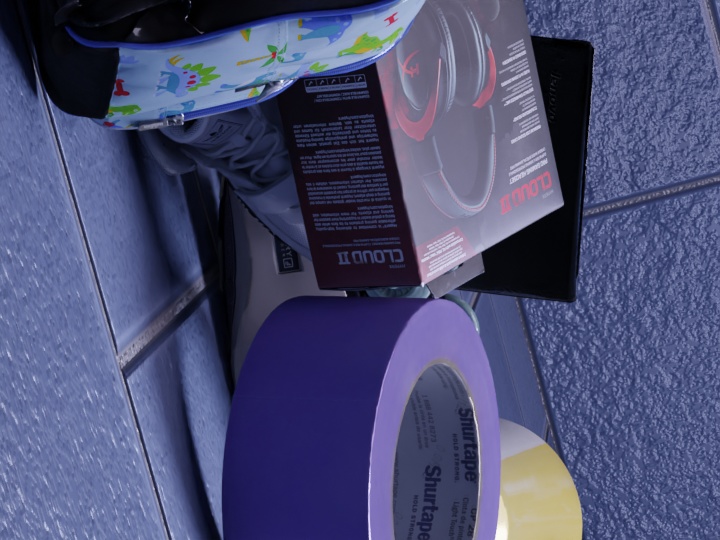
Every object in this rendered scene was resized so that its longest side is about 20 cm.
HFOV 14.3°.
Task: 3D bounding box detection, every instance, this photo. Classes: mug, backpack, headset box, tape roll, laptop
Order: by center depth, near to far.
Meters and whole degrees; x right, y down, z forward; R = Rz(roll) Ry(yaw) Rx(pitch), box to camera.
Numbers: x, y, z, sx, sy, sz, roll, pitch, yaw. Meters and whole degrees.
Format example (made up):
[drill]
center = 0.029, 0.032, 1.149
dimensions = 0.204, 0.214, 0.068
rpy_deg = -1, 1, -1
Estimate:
[backpack]
center = -0.065, -0.167, 1.370
dimensions = 0.147, 0.199, 0.184
rpy_deg = 110, -32, -68
[tape roll]
center = 0.004, 0.114, 1.540
dimensions = 0.200, 0.085, 0.201
rpy_deg = 2, 90, -67
[headset box]
center = 0.030, -0.087, 1.554
dimensions = 0.148, 0.075, 0.201
rpy_deg = -28, 110, -49
[laptop]
center = 0.048, -0.095, 1.843
dimensions = 0.200, 0.115, 0.188
rpy_deg = -130, -145, -51
[mug]
center = 0.074, 0.167, 1.891
dimensions = 0.153, 0.186, 0.150
rpy_deg = 12, 70, -72

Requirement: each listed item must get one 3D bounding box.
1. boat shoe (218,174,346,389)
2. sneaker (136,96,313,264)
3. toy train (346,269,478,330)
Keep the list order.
[boat shoe]
center = -0.046, 0.014, 1.678
dimensions = 0.093, 0.074, 0.201
rpy_deg = 121, -33, -77
[sneaker]
center = -0.060, -0.064, 1.568
dimensions = 0.200, 0.075, 0.115
rpy_deg = 50, 17, -8
[toy train]
center = 0.000, 0.000, 1.772
dimensions = 0.085, 0.113, 0.201
rpy_deg = -41, 119, -67
